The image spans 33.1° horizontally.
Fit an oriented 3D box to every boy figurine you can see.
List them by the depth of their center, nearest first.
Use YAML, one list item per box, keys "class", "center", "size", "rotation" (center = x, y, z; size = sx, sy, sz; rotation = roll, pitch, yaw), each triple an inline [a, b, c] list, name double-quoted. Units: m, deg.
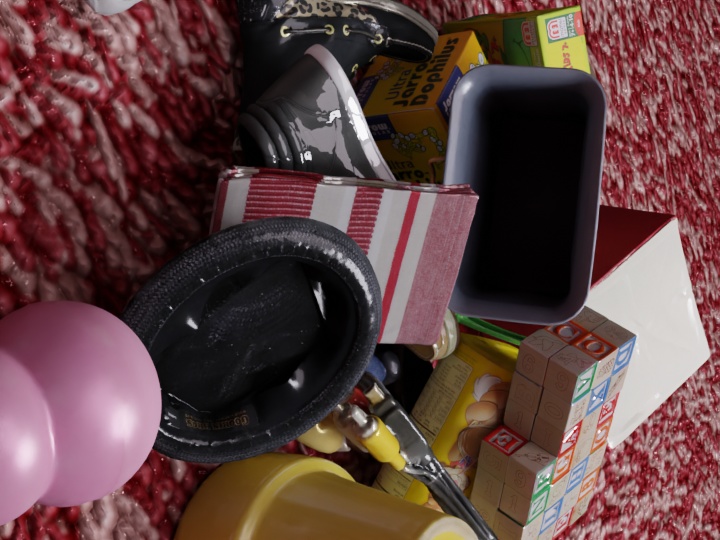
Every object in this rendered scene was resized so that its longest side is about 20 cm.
- class: "boy figurine"
  center: [-0.045, 0.094, 0.976]
  size: [0.199, 0.064, 0.125]
  rotation: [-23, 90, -51]

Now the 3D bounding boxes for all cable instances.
- class: "cable"
  center: [0.037, 0.155, 0.954]
  size: [0.050, 0.097, 0.201]
  rotation: [-36, 113, -3]

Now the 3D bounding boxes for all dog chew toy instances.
- class: "dog chew toy"
  center: [-0.213, 0.092, 0.701]
  size: [0.199, 0.124, 0.126]
  rotation: [-20, 104, -46]

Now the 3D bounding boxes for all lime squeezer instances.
- class: "lime squeezer"
  center: [0.073, 0.013, 1.131]
  size: [0.200, 0.071, 0.038]
  rotation: [45, 30, -1]

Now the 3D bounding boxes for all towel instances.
- class: "towel"
  center: [-0.020, -0.007, 0.914]
  size: [0.198, 0.023, 0.145]
  rotation: [3, 123, -16]

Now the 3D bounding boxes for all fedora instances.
- class: "fedora"
  center: [-0.088, 0.035, 0.849]
  size: [0.199, 0.092, 0.202]
  rotation: [-12, 121, -20]

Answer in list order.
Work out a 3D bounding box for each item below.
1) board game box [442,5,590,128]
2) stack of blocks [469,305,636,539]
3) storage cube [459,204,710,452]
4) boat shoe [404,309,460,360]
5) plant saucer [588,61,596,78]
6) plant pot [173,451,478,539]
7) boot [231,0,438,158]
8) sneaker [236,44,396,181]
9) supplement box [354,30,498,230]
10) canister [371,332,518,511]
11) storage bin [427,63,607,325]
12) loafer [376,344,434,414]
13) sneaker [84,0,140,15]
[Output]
- class: "board game box"
  center: [0.149, -0.196, 1.168]
  size: [0.047, 0.200, 0.103]
  rotation: [-17, 104, -18]
- class: "stack of blocks"
  center: [0.156, 0.142, 1.013]
  size: [0.115, 0.058, 0.202]
  rotation: [-27, 136, -41]
- class: "storage cube"
  center: [0.215, 0.049, 1.218]
  size: [0.199, 0.179, 0.172]
  rotation: [-36, 119, -30]
- class: "boat shoe"
  center: [0.000, 0.000, 1.009]
  size: [0.076, 0.072, 0.201]
  rotation: [-32, 79, -36]
- class: "plant saucer"
  center: [0.187, -0.146, 1.209]
  size: [0.029, 0.200, 0.202]
  rotation: [-7, 94, -20]
- class: "plant pot"
  center: [-0.014, 0.242, 0.912]
  size: [0.200, 0.187, 0.203]
  rotation: [6, 83, -55]
- class: "boot"
  center: [-0.023, -0.155, 1.010]
  size: [0.202, 0.073, 0.156]
  rotation: [9, 82, -39]
- class: "sneaker"
  center: [-0.028, -0.062, 0.930]
  size: [0.099, 0.071, 0.201]
  rotation: [-33, 116, -11]
- class: "supplement box"
  center: [0.082, -0.106, 1.136]
  size: [0.201, 0.109, 0.109]
  rotation: [57, 45, -35]
- class: "canister"
  center: [0.087, 0.163, 1.072]
  size: [0.148, 0.086, 0.201]
  rotation: [15, 104, -56]
- class: "storage bin"
  center: [0.132, -0.059, 1.021]
  size: [0.134, 0.144, 0.202]
  rotation: [8, 87, -76]
- class: "loafer"
  center: [0.052, 0.123, 1.119]
  size: [0.201, 0.062, 0.072]
  rotation: [59, 45, -35]
- class: "sneaker"
  center: [-0.130, -0.257, 0.849]
  size: [0.078, 0.099, 0.201]
  rotation: [56, 46, -36]
